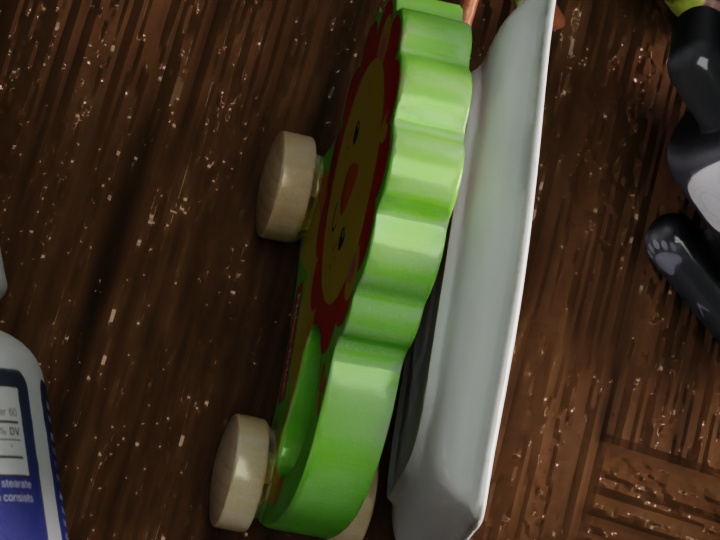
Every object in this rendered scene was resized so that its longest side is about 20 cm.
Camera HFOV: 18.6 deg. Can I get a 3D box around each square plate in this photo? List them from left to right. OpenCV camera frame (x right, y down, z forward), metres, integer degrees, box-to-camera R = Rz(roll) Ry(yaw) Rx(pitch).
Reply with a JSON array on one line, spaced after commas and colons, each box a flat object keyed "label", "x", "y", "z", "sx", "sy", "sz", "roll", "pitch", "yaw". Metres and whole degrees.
[{"label": "square plate", "x": 0.039, "y": 0.013, "z": 0.862, "sx": 0.028, "sy": 0.198, "sz": 0.201, "roll": 10, "pitch": 75, "yaw": -2}]

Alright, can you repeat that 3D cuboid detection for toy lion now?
[{"label": "toy lion", "x": 0.000, "y": 0.000, "z": 0.856, "sx": 0.068, "sy": 0.192, "sz": 0.201, "roll": 12, "pitch": 76, "yaw": -10}]

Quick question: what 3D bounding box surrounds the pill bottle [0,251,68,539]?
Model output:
[{"label": "pill bottle", "x": -0.170, "y": 0.087, "z": 0.831, "sx": 0.115, "sy": 0.116, "sz": 0.201, "roll": -6, "pitch": 75, "yaw": -16}]

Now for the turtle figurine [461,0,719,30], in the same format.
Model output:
[{"label": "turtle figurine", "x": 0.108, "y": -0.156, "z": 0.986, "sx": 0.161, "sy": 0.064, "sz": 0.201, "roll": 22, "pitch": 65, "yaw": -17}]

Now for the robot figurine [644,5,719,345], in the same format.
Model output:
[{"label": "robot figurine", "x": 0.212, "y": -0.037, "z": 0.947, "sx": 0.125, "sy": 0.150, "sz": 0.200, "roll": -45, "pitch": 104, "yaw": -28}]
